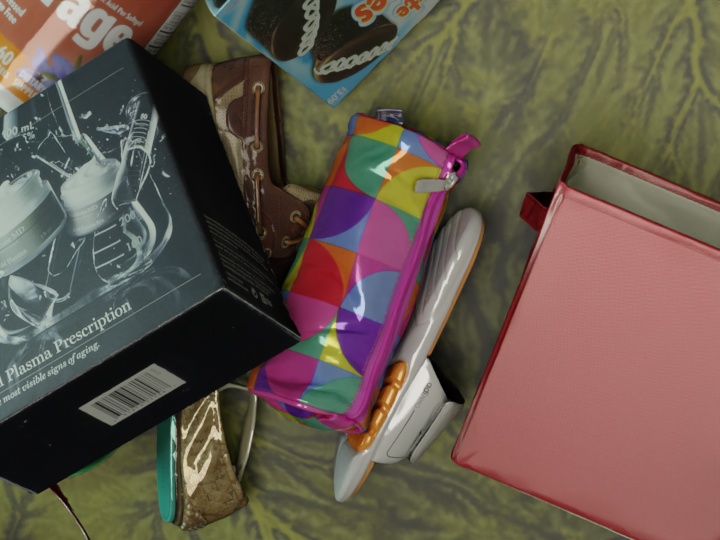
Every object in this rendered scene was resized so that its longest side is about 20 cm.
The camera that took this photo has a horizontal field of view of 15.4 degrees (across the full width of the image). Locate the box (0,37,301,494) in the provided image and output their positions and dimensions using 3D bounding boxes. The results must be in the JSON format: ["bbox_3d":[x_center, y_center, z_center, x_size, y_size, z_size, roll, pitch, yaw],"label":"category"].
[{"bbox_3d":[-0.166,-0.001,1.580,0.199,0.104,0.183,-31,61,14],"label":"box"}]

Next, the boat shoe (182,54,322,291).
[{"bbox_3d":[-0.056,-0.037,1.667,0.071,0.072,0.202,-12,91,11],"label":"boat shoe"}]

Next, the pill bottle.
[{"bbox_3d":[-0.155,-0.186,1.634,0.112,0.112,0.200,39,102,0],"label":"pill bottle"}]

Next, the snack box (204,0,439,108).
[{"bbox_3d":[0.011,-0.204,1.614,0.200,0.037,0.116,-45,131,12],"label":"snack box"}]

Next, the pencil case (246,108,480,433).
[{"bbox_3d":[0.000,0.000,1.630,0.088,0.088,0.201,21,85,4],"label":"pencil case"}]

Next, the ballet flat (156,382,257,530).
[{"bbox_3d":[-0.100,0.065,1.700,0.065,0.070,0.202,-5,102,-18],"label":"ballet flat"}]

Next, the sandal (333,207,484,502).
[{"bbox_3d":[0.044,0.063,1.662,0.059,0.079,0.208,24,106,-11],"label":"sandal"}]

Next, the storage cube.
[{"bbox_3d":[0.169,0.048,1.597,0.199,0.171,0.181,22,103,3],"label":"storage cube"}]

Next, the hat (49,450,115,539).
[{"bbox_3d":[-0.220,0.074,1.650,0.199,0.176,0.167,15,101,5],"label":"hat"}]
